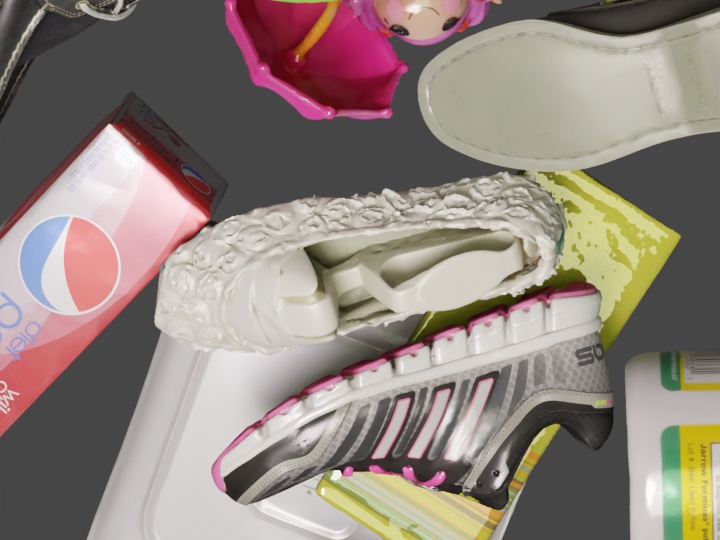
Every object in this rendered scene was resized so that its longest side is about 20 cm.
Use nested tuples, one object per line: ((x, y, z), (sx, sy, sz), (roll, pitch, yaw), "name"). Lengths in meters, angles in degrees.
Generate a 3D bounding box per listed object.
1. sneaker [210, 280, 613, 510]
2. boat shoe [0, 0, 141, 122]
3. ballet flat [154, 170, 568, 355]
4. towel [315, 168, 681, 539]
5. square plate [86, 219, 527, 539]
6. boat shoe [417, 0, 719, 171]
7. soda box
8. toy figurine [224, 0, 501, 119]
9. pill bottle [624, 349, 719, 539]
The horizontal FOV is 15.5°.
((0.031, 0.077, 1.222), (0.199, 0.074, 0.088), (-22, 90, -5), "sneaker")
((-0.127, -0.142, 1.219), (0.067, 0.072, 0.201), (34, 106, -2), "boat shoe")
((0.000, 0.000, 1.213), (0.198, 0.072, 0.072), (-14, 106, 0), "ballet flat")
((0.065, 0.045, 1.267), (0.086, 0.018, 0.201), (32, 94, -6), "towel")
((-0.019, 0.099, 1.311), (0.199, 0.028, 0.199), (20, 108, -1), "square plate")
((0.125, -0.091, 1.213), (0.200, 0.061, 0.072), (-5, 108, 26), "boat shoe")
((-0.156, 0.011, 1.276), (0.070, 0.063, 0.200), (42, 106, -9), "soda box")
((0.008, -0.142, 1.162), (0.198, 0.184, 0.151), (-10, 65, -2), "toy figurine")
((0.225, 0.092, 1.241), (0.198, 0.113, 0.114), (-2, 108, 6), "pill bottle")
